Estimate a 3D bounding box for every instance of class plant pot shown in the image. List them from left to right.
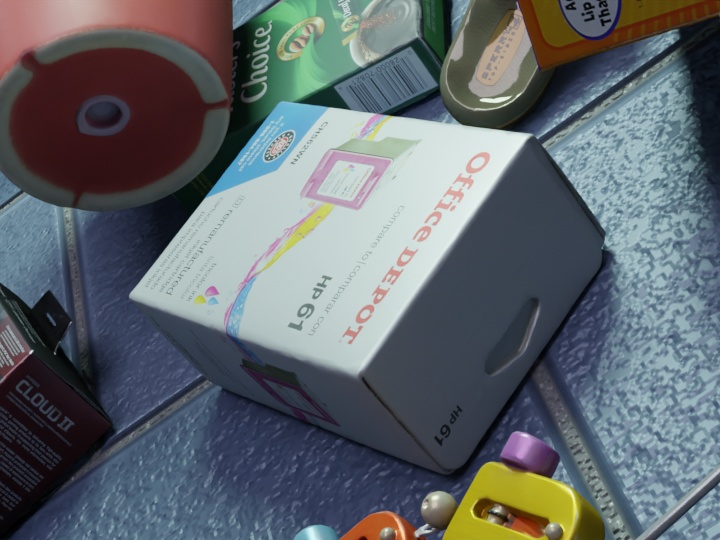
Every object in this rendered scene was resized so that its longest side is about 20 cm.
[{"bbox_3d":[-0.161,-0.147,0.908,0.199,0.200,0.178,-30,48,16],"label":"plant pot"}]

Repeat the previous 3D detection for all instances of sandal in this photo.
[{"bbox_3d":[0.094,-0.174,0.817,0.080,0.054,0.202,23,88,29],"label":"sandal"}]

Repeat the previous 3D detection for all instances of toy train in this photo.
[{"bbox_3d":[0.046,0.151,0.578,0.150,0.056,0.200,-44,34,7],"label":"toy train"}]

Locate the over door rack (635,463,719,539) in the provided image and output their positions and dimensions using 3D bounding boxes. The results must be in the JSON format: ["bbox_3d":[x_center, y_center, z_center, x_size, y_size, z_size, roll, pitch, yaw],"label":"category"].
[{"bbox_3d":[0.109,0.147,0.435,0.200,0.066,0.148,-48,69,21],"label":"over door rack"}]

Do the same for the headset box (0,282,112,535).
[{"bbox_3d":[-0.245,0.094,0.889,0.200,0.075,0.149,-45,35,-4],"label":"headset box"}]

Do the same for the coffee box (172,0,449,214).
[{"bbox_3d":[-0.037,-0.125,0.952,0.199,0.044,0.124,-24,39,24],"label":"coffee box"}]

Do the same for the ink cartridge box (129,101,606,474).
[{"bbox_3d":[0.000,0.000,0.750,0.199,0.085,0.145,15,63,49],"label":"ink cartridge box"}]

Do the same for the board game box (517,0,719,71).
[{"bbox_3d":[0.171,-0.230,0.669,0.198,0.202,0.200,-13,12,34],"label":"board game box"}]
